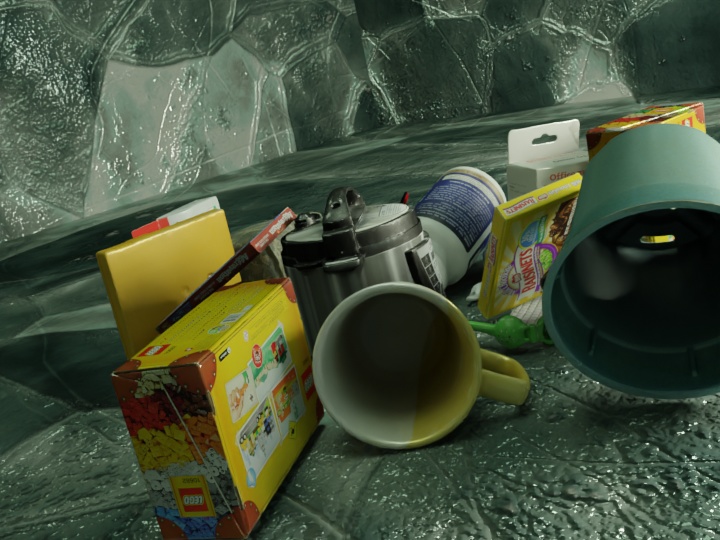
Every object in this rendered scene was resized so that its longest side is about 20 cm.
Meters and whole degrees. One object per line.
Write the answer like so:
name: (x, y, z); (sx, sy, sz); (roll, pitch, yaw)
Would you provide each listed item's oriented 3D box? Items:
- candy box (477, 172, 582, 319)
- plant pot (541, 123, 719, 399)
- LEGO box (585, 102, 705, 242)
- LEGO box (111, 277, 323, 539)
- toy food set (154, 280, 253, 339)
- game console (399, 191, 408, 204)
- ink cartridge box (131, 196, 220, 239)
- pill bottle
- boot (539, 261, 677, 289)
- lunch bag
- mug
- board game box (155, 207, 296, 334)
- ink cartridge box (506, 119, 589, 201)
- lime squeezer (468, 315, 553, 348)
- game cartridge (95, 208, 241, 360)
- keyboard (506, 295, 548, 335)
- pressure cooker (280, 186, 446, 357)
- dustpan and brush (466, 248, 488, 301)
candy box: (0.189, -0.021, 0.875); (0.102, 0.200, 0.026); (-21, 58, -11)
plant pot: (0.272, -0.026, 0.700); (0.200, 0.200, 0.196); (-6, 34, 22)
LEGO box: (0.364, -0.093, 0.965); (0.149, 0.200, 0.077); (-23, 19, -36)
LEGO box: (-0.111, 0.111, 0.677); (0.077, 0.149, 0.200); (-7, 15, 18)
toy food set: (-0.191, 0.080, 0.955); (0.198, 0.049, 0.200); (-31, 13, 12)
game console: (-0.007, -0.034, 1.202); (0.172, 0.119, 0.200); (-9, 15, 11)
ink cartridge box: (-0.282, -0.022, 1.295); (0.050, 0.161, 0.200); (-10, 15, 22)
pill bottle: (0.118, -0.050, 1.103); (0.116, 0.116, 0.200); (1, 38, 41)
boot: (0.293, 0.029, 0.810); (0.146, 0.070, 0.200); (-19, 29, -22)
lunch bag: (-0.152, -0.020, 1.236); (0.164, 0.118, 0.200); (-17, 14, 26)
mug: (0.049, 0.088, 0.754); (0.149, 0.187, 0.153); (-44, 3, 7)
board game box: (-0.164, 0.004, 0.941); (0.200, 0.019, 0.103); (-38, 10, 33)
ink cartridge box: (0.255, -0.085, 0.994); (0.116, 0.200, 0.067); (-13, 18, -20)
lime squeezer: (0.192, 0.064, 0.860); (0.200, 0.038, 0.071); (-7, -2, 12)
game cartridge: (-0.248, 0.027, 1.061); (0.032, 0.177, 0.200); (3, 21, 42)
keyboard: (0.225, 0.039, 0.962); (0.056, 0.011, 0.200); (-4, 17, 27)
pressure cooker: (-0.003, 0.001, 0.916); (0.178, 0.200, 0.176); (-23, 15, -33)
dustpan and brush: (0.205, -0.006, 1.082); (0.200, 0.057, 0.139); (-18, 3, -42)
